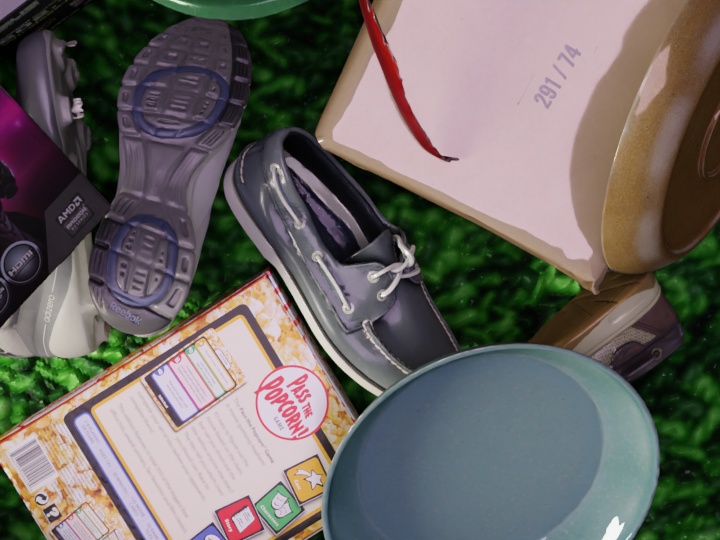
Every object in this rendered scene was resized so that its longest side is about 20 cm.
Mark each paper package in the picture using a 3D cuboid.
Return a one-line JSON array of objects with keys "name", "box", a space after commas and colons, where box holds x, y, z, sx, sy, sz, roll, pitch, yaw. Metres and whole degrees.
[{"name": "paper package", "box": [0.095, -0.121, 0.924, 0.189, 0.103, 0.202, 26, 94, -4]}]

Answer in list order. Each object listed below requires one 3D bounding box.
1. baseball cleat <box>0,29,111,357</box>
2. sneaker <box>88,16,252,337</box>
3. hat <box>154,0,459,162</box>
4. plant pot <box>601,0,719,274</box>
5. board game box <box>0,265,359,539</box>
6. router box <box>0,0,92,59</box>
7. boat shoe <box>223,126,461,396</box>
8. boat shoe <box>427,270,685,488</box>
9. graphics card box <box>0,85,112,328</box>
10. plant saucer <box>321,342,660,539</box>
[{"name": "baseball cleat", "box": [-0.201, -0.037, 0.917, 0.105, 0.070, 0.203, -4, 112, 0]}, {"name": "sneaker", "box": [-0.115, -0.055, 0.939, 0.074, 0.087, 0.202, 17, 75, -1]}, {"name": "hat", "box": [-0.040, -0.175, 0.826, 0.163, 0.176, 0.203, -1, 79, 12]}, {"name": "plant pot", "box": [0.197, -0.085, 0.886, 0.027, 0.200, 0.202, 28, 93, 26]}, {"name": "board game box", "box": [-0.100, 0.115, 0.963, 0.199, 0.046, 0.153, -31, 94, 1]}, {"name": "router box", "box": [-0.147, -0.202, 0.886, 0.199, 0.150, 0.062, -37, 95, 1]}, {"name": "boat shoe", "box": [0.000, 0.000, 0.937, 0.200, 0.062, 0.073, 50, 48, 0]}, {"name": "boat shoe", "box": [0.111, 0.081, 0.953, 0.199, 0.073, 0.065, -40, 100, 7]}, {"name": "graphics card box", "box": [-0.235, -0.059, 0.801, 0.126, 0.051, 0.200, -48, 123, -14]}, {"name": "plant saucer", "box": [0.073, 0.117, 0.911, 0.197, 0.036, 0.202, -5, 122, -8]}]
